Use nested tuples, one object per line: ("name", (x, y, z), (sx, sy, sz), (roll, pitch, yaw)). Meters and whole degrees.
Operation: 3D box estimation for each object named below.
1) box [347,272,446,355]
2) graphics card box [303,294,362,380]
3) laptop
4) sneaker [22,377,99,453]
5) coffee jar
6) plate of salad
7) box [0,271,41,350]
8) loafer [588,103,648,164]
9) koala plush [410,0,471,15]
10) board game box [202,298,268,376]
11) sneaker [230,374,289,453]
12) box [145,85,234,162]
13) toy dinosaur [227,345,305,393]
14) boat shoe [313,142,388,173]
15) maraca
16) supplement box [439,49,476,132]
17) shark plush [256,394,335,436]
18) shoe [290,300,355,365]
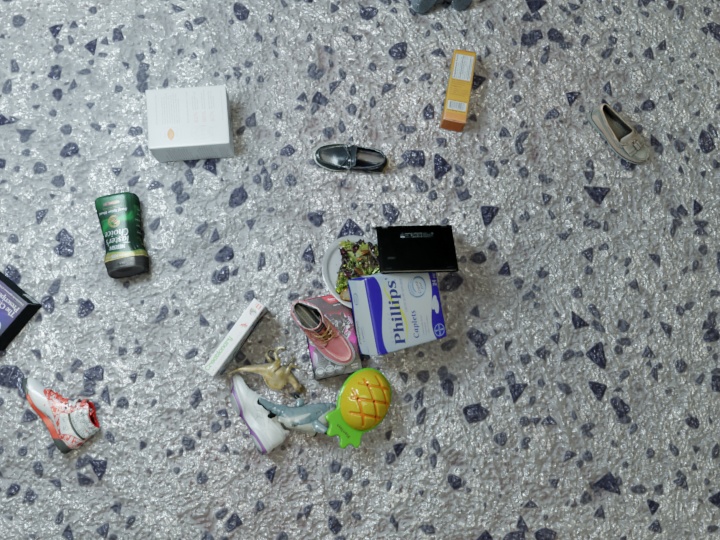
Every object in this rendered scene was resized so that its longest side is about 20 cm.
("box", (0.088, 0.092, 1.476), (0.198, 0.105, 0.187), (-12, 93, -26))
("graphics card box", (-0.073, 0.162, 1.525), (0.124, 0.051, 0.203), (-10, 84, -6))
("laptop", (0.128, -0.056, 1.505), (0.184, 0.116, 0.202), (-2, 60, -4))
("sneaker", (-0.700, 0.318, 1.448), (0.107, 0.067, 0.203), (-32, 89, -9))
("coffee jar", (-0.583, -0.084, 1.504), (0.103, 0.085, 0.203), (-12, 83, -6))
("plate of salad", (0.000, 0.000, 1.530), (0.197, 0.048, 0.203), (8, 65, -18))
("box", (-0.898, 0.074, 1.463), (0.199, 0.079, 0.142), (38, 84, 2))
("loafer", (0.702, -0.368, 1.653), (0.200, 0.063, 0.072), (45, 80, 3))
("koala plush", (0.215, -0.831, 1.640), (0.175, 0.184, 0.203), (-7, 71, -6))
("board game box", (-0.295, 0.162, 1.470), (0.034, 0.126, 0.201), (35, 80, 1))
("sneaker", (-0.246, 0.336, 1.488), (0.099, 0.075, 0.202), (-28, 84, -27))
("box", (-0.427, -0.369, 1.546), (0.197, 0.106, 0.155), (-5, 82, -5))
("toy dinosaur", (-0.212, 0.236, 1.484), (0.198, 0.058, 0.102), (21, 62, -17))
("boat shoe", (-0.024, -0.294, 1.589), (0.197, 0.062, 0.076), (7, 83, -2))
("maraca", (-0.002, 0.328, 1.470), (0.137, 0.107, 0.201), (44, 66, -12))
("supplement box", (0.261, -0.480, 1.635), (0.068, 0.067, 0.203), (12, 80, 1))
("shark plush", (-0.155, 0.339, 1.473), (0.197, 0.091, 0.084), (15, 66, -12))
("shoe", (-0.091, 0.149, 1.454), (0.200, 0.091, 0.072), (44, 81, 3))
